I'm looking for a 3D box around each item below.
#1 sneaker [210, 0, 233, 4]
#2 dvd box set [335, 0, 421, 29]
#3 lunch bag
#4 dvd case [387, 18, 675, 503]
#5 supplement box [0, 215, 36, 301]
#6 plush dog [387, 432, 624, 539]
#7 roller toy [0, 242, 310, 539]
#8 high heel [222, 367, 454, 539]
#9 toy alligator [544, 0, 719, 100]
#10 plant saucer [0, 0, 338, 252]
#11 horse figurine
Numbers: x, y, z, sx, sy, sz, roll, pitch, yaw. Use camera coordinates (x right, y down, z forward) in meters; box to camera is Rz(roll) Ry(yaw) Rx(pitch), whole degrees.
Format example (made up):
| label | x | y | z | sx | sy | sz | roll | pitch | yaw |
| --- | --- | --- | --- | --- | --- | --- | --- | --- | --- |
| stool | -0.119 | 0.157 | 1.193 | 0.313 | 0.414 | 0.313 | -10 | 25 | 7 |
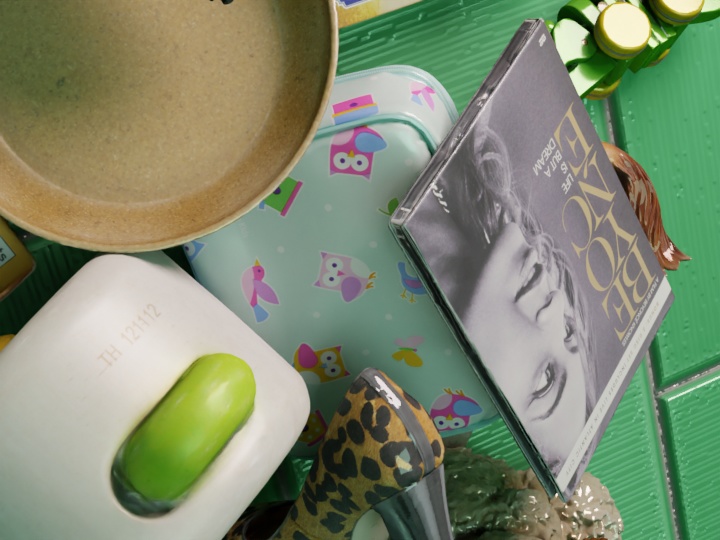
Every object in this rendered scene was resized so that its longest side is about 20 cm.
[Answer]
| label | x | y | z | sx | sy | sz | roll | pitch | yaw |
| --- | --- | --- | --- | --- | --- | --- | --- | --- | --- |
| sneaker | -0.111 | -0.206 | 0.716 | 0.199 | 0.066 | 0.091 | 39 | 80 | 2 |
| dvd box set | 0.007 | -0.206 | 0.818 | 0.198 | 0.029 | 0.148 | -21 | 116 | -14 |
| lunch bag | 0.000 | 0.000 | 0.841 | 0.159 | 0.077 | 0.202 | -14 | 119 | 11 |
| dvd case | 0.096 | -0.003 | 0.825 | 0.149 | 0.016 | 0.201 | -55 | 131 | -31 |
| supplement box | -0.237 | -0.063 | 0.750 | 0.069 | 0.066 | 0.201 | -36 | 120 | -9 |
| plush dog | 0.065 | 0.178 | 0.912 | 0.199 | 0.172 | 0.161 | -39 | 119 | -4 |
| roller toy | -0.129 | 0.086 | 0.767 | 0.140 | 0.183 | 0.200 | 41 | 103 | -2 |
| high heel | -0.029 | 0.106 | 0.847 | 0.071 | 0.199 | 0.144 | -33 | 116 | -40 |
| toy alligator | 0.123 | -0.125 | 0.880 | 0.199 | 0.059 | 0.054 | -32 | 78 | -22 |
| plant saucer | -0.110 | -0.106 | 0.755 | 0.197 | 0.035 | 0.203 | 1 | 83 | -5 |
| horse figurine | 0.088 | -0.035 | 0.906 | 0.197 | 0.050 | 0.134 | -3 | 105 | -15 |
